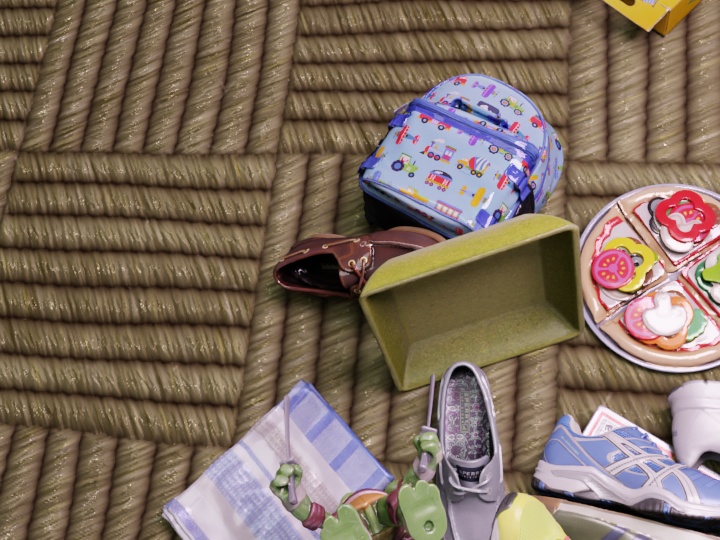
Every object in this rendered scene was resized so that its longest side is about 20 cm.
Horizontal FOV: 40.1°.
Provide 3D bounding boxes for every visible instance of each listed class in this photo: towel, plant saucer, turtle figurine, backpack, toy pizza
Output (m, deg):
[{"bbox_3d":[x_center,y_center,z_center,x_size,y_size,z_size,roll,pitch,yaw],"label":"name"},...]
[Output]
[{"bbox_3d":[-0.084,0.222,0.976,0.200,0.024,0.147,-42,67,-7],"label":"towel"},{"bbox_3d":[0.106,0.024,0.926,0.197,0.200,0.048,-18,56,3],"label":"plant saucer"},{"bbox_3d":[-0.002,0.175,0.857,0.142,0.194,0.203,16,85,-9],"label":"turtle figurine"},{"bbox_3d":[0.113,-0.114,1.015,0.181,0.135,0.201,31,74,20],"label":"backpack"},{"bbox_3d":[0.312,0.001,0.981,0.197,0.032,0.203,-4,67,10],"label":"toy pizza"}]

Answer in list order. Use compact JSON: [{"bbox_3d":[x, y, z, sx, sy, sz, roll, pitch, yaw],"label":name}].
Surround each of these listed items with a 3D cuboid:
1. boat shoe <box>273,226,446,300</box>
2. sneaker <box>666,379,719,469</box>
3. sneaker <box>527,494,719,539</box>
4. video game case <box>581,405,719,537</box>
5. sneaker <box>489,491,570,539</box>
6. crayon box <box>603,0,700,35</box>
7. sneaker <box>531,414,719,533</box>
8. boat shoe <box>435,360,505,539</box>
[{"bbox_3d":[0.000,0.000,0.989,0.198,0.070,0.071,-3,108,39],"label":"boat shoe"},{"bbox_3d":[0.377,0.153,0.887,0.197,0.075,0.088,1,65,21],"label":"sneaker"},{"bbox_3d":[0.226,0.260,0.854,0.197,0.067,0.091,11,72,16],"label":"sneaker"},{"bbox_3d":[0.271,0.235,0.902,0.199,0.017,0.144,30,77,21],"label":"video game case"},{"bbox_3d":[0.180,0.264,0.810,0.078,0.090,0.201,-41,103,-42],"label":"sneaker"},{"bbox_3d":[0.340,-0.354,1.110,0.200,0.051,0.127,-43,66,-8],"label":"crayon box"},{"bbox_3d":[0.251,0.178,0.866,0.197,0.076,0.078,9,69,25],"label":"sneaker"},{"bbox_3d":[0.099,0.184,0.924,0.069,0.072,0.204,-6,73,9],"label":"boat shoe"}]
